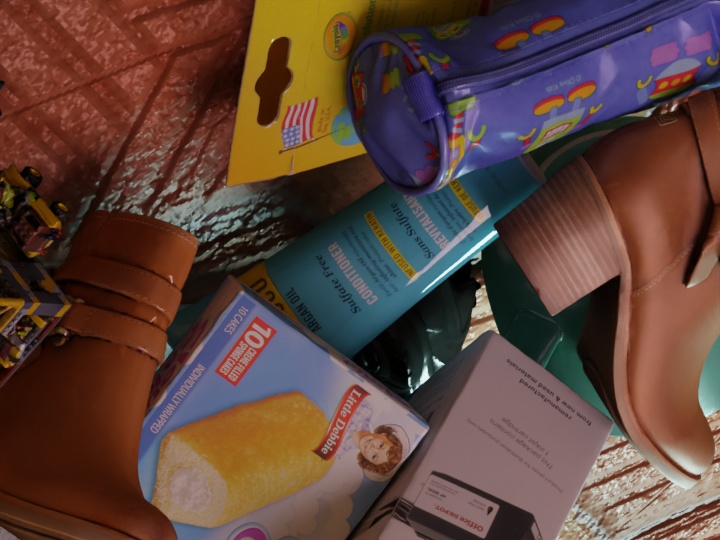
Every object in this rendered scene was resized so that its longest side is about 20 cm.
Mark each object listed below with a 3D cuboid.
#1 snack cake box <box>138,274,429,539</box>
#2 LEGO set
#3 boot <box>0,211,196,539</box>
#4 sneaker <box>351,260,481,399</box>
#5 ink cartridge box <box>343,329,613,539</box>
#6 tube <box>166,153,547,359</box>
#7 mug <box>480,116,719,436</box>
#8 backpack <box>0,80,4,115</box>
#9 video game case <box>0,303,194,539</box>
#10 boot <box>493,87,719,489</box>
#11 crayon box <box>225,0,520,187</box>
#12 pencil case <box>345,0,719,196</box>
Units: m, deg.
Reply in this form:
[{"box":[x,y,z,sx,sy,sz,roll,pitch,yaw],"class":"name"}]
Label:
[{"box":[-0.074,0.116,1.226,0.115,0.067,0.200,36,90,-10],"class":"snack cake box"},{"box":[-0.225,0.024,1.073,0.200,0.154,0.116,-40,160,21],"class":"LEGO set"},{"box":[-0.113,0.050,1.143,0.074,0.200,0.155,43,76,-38],"class":"boot"},{"box":[0.031,0.037,1.386,0.091,0.076,0.200,-56,163,-20],"class":"sneaker"},{"box":[0.022,0.148,1.258,0.200,0.084,0.145,-58,-171,-35],"class":"ink cartridge box"},{"box":[0.000,0.000,1.268,0.200,0.077,0.050,-37,172,10],"class":"tube"},{"box":[0.138,0.006,1.354,0.152,0.185,0.114,-3,142,13],"class":"mug"},{"box":[-0.201,-0.093,0.923,0.153,0.200,0.176,-2,135,-19],"class":"backpack"},{"box":[-0.128,0.098,1.356,0.182,0.022,0.200,0,129,-42],"class":"video game case"},{"box":[0.172,0.007,1.245,0.155,0.074,0.200,-32,127,3],"class":"boot"},{"box":[0.019,-0.122,1.215,0.200,0.051,0.127,-17,140,-29],"class":"crayon box"},{"box":[0.094,-0.100,1.192,0.200,0.078,0.087,-22,171,-23],"class":"pencil case"}]
